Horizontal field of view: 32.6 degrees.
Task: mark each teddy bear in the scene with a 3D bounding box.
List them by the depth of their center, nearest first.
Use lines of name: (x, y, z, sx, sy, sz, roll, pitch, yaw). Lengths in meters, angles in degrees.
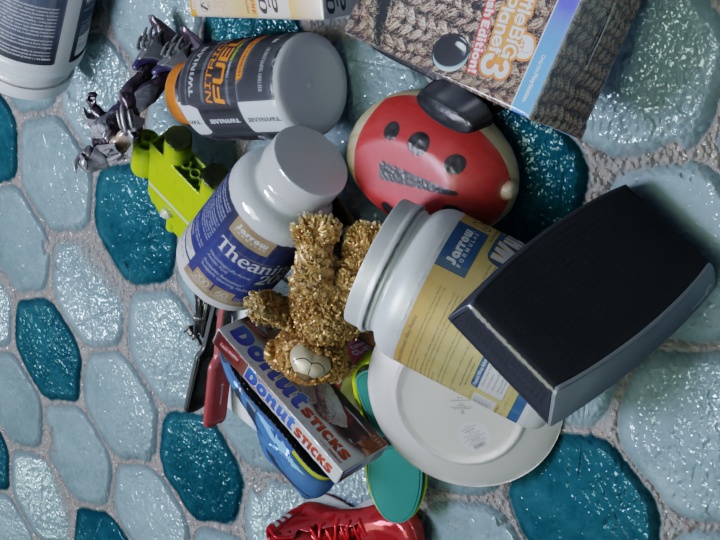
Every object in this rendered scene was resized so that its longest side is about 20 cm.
teddy bear: (-0.035, 0.033, 1.189, 0.200, 0.144, 0.067, -57, 33, 21)

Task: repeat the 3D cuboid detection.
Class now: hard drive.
hard drive: (0.184, 0.019, 0.995, 0.135, 0.200, 0.042, 47, 157, 19)

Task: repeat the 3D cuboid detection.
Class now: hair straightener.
hair straightener: (-0.178, 0.074, 1.369, 0.077, 0.041, 0.201, 27, 124, 35)

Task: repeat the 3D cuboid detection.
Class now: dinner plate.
dinner plate: (0.098, 0.125, 1.199, 0.199, 0.024, 0.201, 7, 113, 18)

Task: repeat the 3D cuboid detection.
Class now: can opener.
can opener: (0.065, -0.198, 1.127, 0.200, 0.078, 0.064, 45, 141, 35)

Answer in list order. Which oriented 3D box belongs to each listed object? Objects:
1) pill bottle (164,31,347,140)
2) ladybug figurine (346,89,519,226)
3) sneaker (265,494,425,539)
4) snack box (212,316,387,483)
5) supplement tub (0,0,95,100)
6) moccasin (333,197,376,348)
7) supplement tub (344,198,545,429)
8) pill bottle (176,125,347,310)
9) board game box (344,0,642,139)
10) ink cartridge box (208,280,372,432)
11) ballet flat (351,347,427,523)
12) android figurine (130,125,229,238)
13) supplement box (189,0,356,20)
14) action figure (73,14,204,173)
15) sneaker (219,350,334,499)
pill bottle: (-0.117, -0.188, 1.278, 0.199, 0.106, 0.107, 4, 109, 44)
ladybug figurine: (0.060, -0.098, 1.162, 0.199, 0.072, 0.137, 18, 118, 39)
sneaker: (-0.028, 0.308, 1.385, 0.199, 0.115, 0.079, -9, 100, 46)
snack box: (-0.063, 0.125, 1.258, 0.200, 0.072, 0.024, 46, 132, 19)
supplement tub: (-0.388, -0.320, 1.468, 0.140, 0.140, 0.201, 44, 132, 23)
moccasin: (0.001, 0.000, 1.269, 0.202, 0.073, 0.078, 60, 146, 22)
supplement tub: (0.100, 0.035, 1.086, 0.199, 0.145, 0.145, 27, 127, 8)
pill bottle: (-0.097, -0.053, 1.234, 0.111, 0.111, 0.200, 56, 135, 12)
board game box: (0.113, -0.223, 1.002, 0.200, 0.097, 0.160, 30, 103, 33)
ink cartridge box: (-0.079, 0.112, 1.379, 0.200, 0.085, 0.148, 36, 129, 30)
ballet flat: (0.033, 0.168, 1.302, 0.066, 0.067, 0.201, -7, 114, 9)
android figurine: (-0.194, -0.080, 1.404, 0.182, 0.041, 0.200, 46, 154, 10)
supplement box: (-0.088, -0.317, 1.219, 0.199, 0.073, 0.127, 11, 115, 42)
action figure: (-0.256, -0.185, 1.361, 0.130, 0.200, 0.069, 16, 156, 48)
sneaker: (-0.097, 0.155, 1.306, 0.200, 0.066, 0.078, 53, 137, 12)
